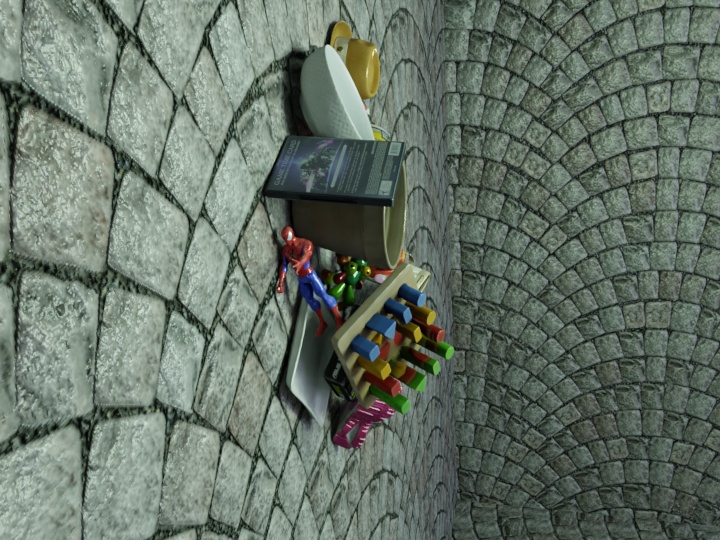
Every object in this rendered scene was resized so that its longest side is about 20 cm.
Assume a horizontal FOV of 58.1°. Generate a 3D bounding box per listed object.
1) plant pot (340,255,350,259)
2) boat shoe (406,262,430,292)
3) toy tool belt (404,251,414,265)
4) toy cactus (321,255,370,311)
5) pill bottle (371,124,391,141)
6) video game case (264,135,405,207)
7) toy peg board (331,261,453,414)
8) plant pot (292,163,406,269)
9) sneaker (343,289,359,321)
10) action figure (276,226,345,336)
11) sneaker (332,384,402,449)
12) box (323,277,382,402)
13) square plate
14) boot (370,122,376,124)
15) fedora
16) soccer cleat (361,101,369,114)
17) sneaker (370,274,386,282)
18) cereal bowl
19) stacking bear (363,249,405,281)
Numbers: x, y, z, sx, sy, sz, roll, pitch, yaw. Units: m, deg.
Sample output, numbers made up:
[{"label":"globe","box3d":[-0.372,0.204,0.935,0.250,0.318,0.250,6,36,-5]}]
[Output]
[{"label":"plant pot","box3d":[-0.017,-0.089,1.426,0.200,0.027,0.203,0,90,-75]},{"label":"boat shoe","box3d":[0.079,0.078,1.245,0.072,0.064,0.202,86,25,-59]},{"label":"toy tool belt","box3d":[0.072,0.024,1.646,0.123,0.123,0.202,-124,-155,-57]},{"label":"toy cactus","box3d":[0.000,0.000,1.285,0.165,0.102,0.200,-49,162,-11]},{"label":"pill bottle","box3d":[0.012,-0.188,1.318,0.112,0.110,0.203,65,21,-58]},{"label":"video game case","box3d":[-0.036,-0.158,1.011,0.019,0.197,0.144,83,16,-46]},{"label":"toy peg board","box3d":[0.072,0.131,1.134,0.200,0.097,0.201,-46,139,-25]},{"label":"plant pot","box3d":[-0.020,-0.105,1.118,0.200,0.171,0.203,3,90,-77]},{"label":"sneaker","box3d":[0.006,0.144,1.417,0.075,0.080,0.203,22,67,-72]},{"label":"action figure","box3d":[-0.091,0.030,1.040,0.202,0.064,0.099,69,28,-22]},{"label":"sneaker","box3d":[0.009,0.273,1.334,0.081,0.200,0.089,31,27,-24]},{"label":"box","box3d":[-0.002,0.138,1.240,0.193,0.047,0.202,78,34,-71]},{"label":"square plate","box3d":[-0.086,0.153,1.163,0.199,0.028,0.202,68,27,-57]},{"label":"boot","box3d":[0.030,-0.268,1.510,0.201,0.070,0.146,-6,99,-70]},{"label":"fedora","box3d":[-0.007,-0.415,1.342,0.200,0.081,0.204,0,90,-76]},{"label":"soccer cleat","box3d":[-0.044,-0.239,1.259,0.066,0.076,0.203,24,82,-47]},{"label":"sneaker","box3d":[0.060,0.093,1.417,0.201,0.088,0.081,53,26,-38]},{"label":"cereal bowl","box3d":[-0.049,-0.280,1.130,0.201,0.082,0.201,59,17,-30]},{"label":"stacking bear","box3d":[0.058,0.019,1.498,0.122,0.112,0.202,-65,160,-56]}]
